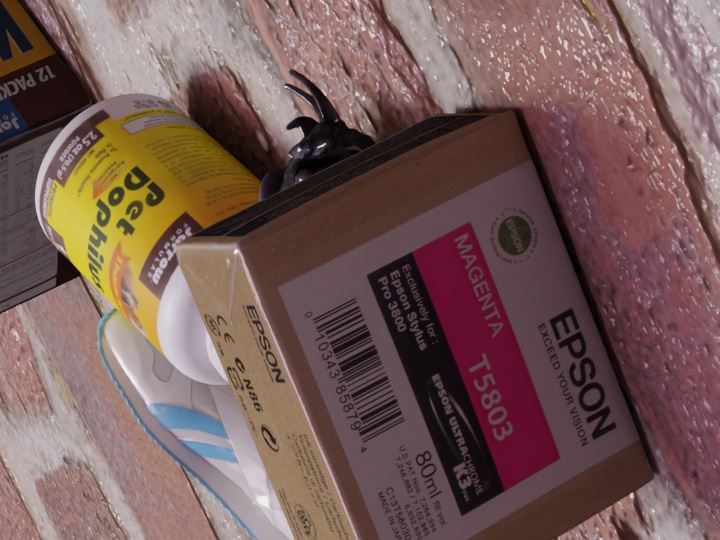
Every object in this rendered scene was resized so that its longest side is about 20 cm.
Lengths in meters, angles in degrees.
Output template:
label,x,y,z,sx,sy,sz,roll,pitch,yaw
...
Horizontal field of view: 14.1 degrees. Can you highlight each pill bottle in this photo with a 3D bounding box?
label,x,y,z,sx,sy,sz,roll,pitch,yaw
pill bottle,-0.092,-0.010,1.632,0.200,0.109,0.109,41,148,41

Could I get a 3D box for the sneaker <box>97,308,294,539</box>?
label,x,y,z,sx,sy,sz,roll,pitch,yaw
sneaker,-0.069,0.088,1.675,0.200,0.081,0.077,44,-175,1

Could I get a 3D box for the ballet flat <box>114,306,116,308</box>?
label,x,y,z,sx,sy,sz,roll,pitch,yaw
ballet flat,-0.079,0.059,1.750,0.200,0.071,0.071,58,156,14

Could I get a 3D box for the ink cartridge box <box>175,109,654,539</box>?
label,x,y,z,sx,sy,sz,roll,pitch,yaw
ink cartridge box,0.028,0.045,1.371,0.075,0.165,0.200,-1,114,62

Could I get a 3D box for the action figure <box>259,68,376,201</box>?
label,x,y,z,sx,sy,sz,roll,pitch,yaw
action figure,0.000,0.000,1.474,0.119,0.102,0.200,149,120,-75

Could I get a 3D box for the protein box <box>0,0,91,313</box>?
label,x,y,z,sx,sy,sz,roll,pitch,yaw
protein box,-0.287,-0.095,1.916,0.199,0.135,0.200,53,155,24
